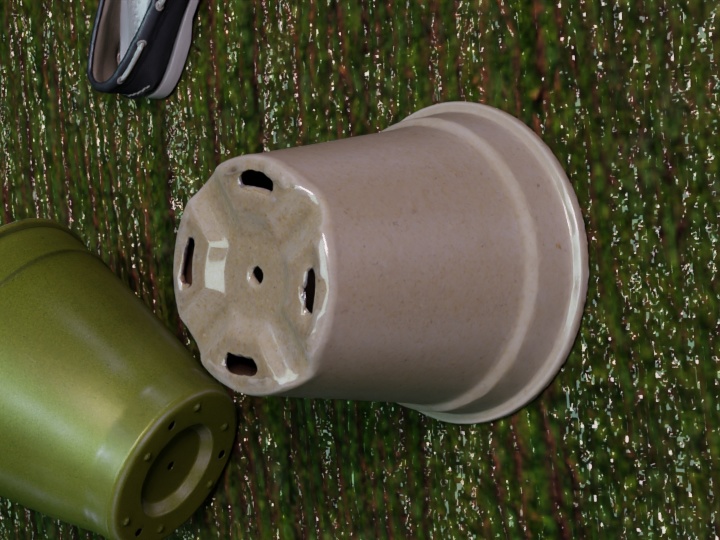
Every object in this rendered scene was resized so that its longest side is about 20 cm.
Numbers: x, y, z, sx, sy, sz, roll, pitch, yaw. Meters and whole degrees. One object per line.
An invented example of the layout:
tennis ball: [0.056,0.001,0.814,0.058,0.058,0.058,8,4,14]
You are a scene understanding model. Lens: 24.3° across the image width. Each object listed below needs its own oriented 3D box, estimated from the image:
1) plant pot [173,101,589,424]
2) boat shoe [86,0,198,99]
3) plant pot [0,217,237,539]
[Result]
plant pot: [0.000,0.000,0.980,0.200,0.183,0.202,4,95,44]
boat shoe: [-0.147,-0.219,1.196,0.075,0.060,0.201,25,110,41]
plant pot: [-0.198,0.096,1.193,0.192,0.200,0.202,31,114,26]
